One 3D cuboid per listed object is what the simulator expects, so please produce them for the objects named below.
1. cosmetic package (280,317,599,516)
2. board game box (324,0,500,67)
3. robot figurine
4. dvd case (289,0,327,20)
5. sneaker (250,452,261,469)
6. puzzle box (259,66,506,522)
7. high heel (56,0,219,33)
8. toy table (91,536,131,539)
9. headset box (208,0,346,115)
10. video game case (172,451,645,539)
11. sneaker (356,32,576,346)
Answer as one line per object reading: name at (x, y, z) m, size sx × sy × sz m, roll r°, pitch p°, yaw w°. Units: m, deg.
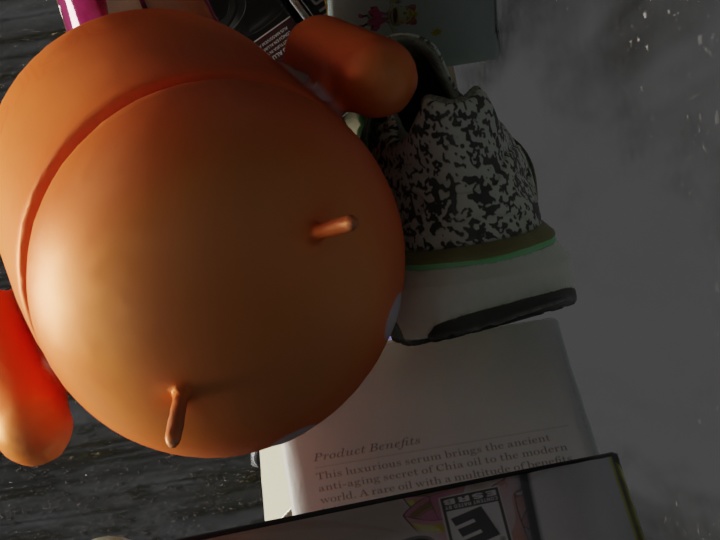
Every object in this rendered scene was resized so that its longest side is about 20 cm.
cosmetic package at (0.034, 0.112, 0.614) m, size 0.201 × 0.101 × 0.072 m, roll -101°, pitch 3°, yaw -48°
board game box at (0.003, -0.192, 0.709) m, size 0.148 × 0.064 × 0.201 m, roll 84°, pitch 176°, yaw -51°
robot figurine at (-0.055, -0.013, 0.616) m, size 0.200 × 0.143 × 0.117 m, roll -133°, pitch 37°, yaw -65°
dvd case at (-0.052, -0.168, 0.813) m, size 0.200 × 0.025 × 0.151 m, roll 53°, pitch -174°, yaw -33°
sneaker at (0.003, 0.104, 0.999) m, size 0.076 × 0.113 × 0.202 m, roll -112°, pitch 14°, yaw -77°
puzzle box at (0.000, 0.000, 0.822) m, size 0.133 × 0.025 × 0.201 m, roll -47°, pitch 33°, yaw 33°
high heel at (-0.069, -0.099, 0.725) m, size 0.200 × 0.096 × 0.068 m, roll 47°, pitch -136°, yaw -10°
toy table at (-0.054, 0.200, 0.883) m, size 0.184 × 0.116 × 0.201 m, roll 101°, pitch 160°, yaw -81°
headset box at (-0.083, -0.131, 0.854) m, size 0.200 × 0.077 × 0.149 m, roll 55°, pitch -175°, yaw -21°
video game case at (-0.007, 0.138, 0.519) m, size 0.181 × 0.199 × 0.026 m, roll -102°, pitch 2°, yaw -47°
sneaker at (0.024, -0.039, 0.678) m, size 0.200 × 0.076 × 0.089 m, roll -139°, pitch 41°, yaw -73°
